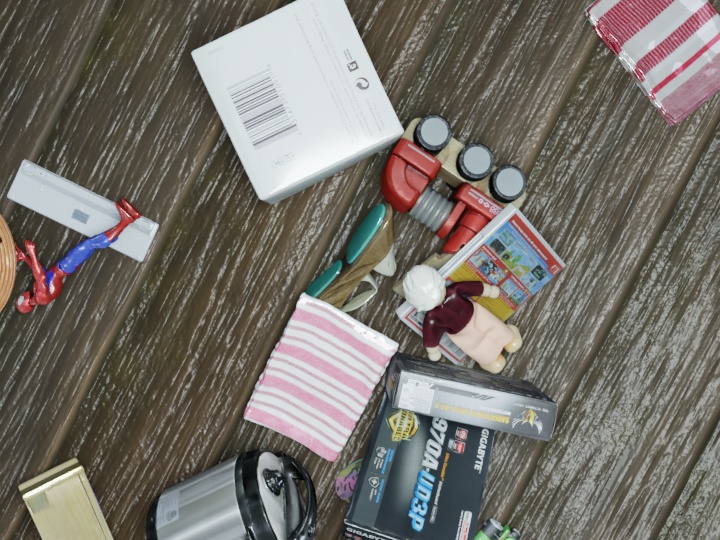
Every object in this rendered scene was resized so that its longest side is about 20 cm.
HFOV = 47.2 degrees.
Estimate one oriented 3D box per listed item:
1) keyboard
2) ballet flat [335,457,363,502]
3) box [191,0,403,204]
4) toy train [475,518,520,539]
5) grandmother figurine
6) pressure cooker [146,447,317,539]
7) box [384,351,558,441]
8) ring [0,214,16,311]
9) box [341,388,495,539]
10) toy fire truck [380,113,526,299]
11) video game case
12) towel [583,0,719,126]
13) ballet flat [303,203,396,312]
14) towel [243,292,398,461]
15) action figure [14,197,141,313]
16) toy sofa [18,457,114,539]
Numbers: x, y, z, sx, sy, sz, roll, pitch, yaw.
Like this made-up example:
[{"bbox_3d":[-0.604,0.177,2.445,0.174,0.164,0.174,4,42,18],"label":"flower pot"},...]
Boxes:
[{"bbox_3d":[-0.371,-0.079,1.101,0.199,0.011,0.057,26,97,-3],"label":"keyboard"},{"bbox_3d":[0.064,0.281,1.103,0.198,0.071,0.070,-4,90,-1],"label":"ballet flat"},{"bbox_3d":[-0.076,-0.215,1.040,0.199,0.131,0.200,-26,94,-1],"label":"box"},{"bbox_3d":[0.141,0.423,1.131,0.056,0.042,0.200,40,91,7],"label":"toy train"},{"bbox_3d":[0.121,0.059,1.029,0.200,0.060,0.122,40,81,-37],"label":"grandmother figurine"},{"bbox_3d":[-0.145,0.324,1.037,0.199,0.179,0.177,-27,73,7],"label":"pressure cooker"},{"bbox_3d":[0.134,0.157,1.055,0.198,0.158,0.049,13,92,-3],"label":"box"},{"bbox_3d":[-0.541,-0.010,1.081,0.198,0.019,0.203,0,93,8],"label":"ring"},{"bbox_3d":[0.078,0.263,1.046,0.157,0.046,0.201,17,50,6],"label":"box"},{"bbox_3d":[0.091,-0.070,1.071,0.175,0.129,0.201,33,82,-3],"label":"toy fire truck"},{"bbox_3d":[0.158,0.023,1.066,0.200,0.017,0.143,-43,130,9],"label":"video game case"},{"bbox_3d":[0.413,-0.315,1.104,0.144,0.023,0.200,-40,94,0],"label":"towel"},{"bbox_3d":[0.000,0.000,1.068,0.072,0.068,0.200,31,116,-19],"label":"ballet flat"},{"bbox_3d":[-0.054,0.145,1.085,0.145,0.030,0.201,26,110,-3],"label":"towel"},{"bbox_3d":[-0.392,-0.032,1.071,0.200,0.065,0.099,-45,99,5],"label":"action figure"},{"bbox_3d":[-0.376,0.359,1.098,0.082,0.097,0.202,-24,94,-25],"label":"toy sofa"}]
